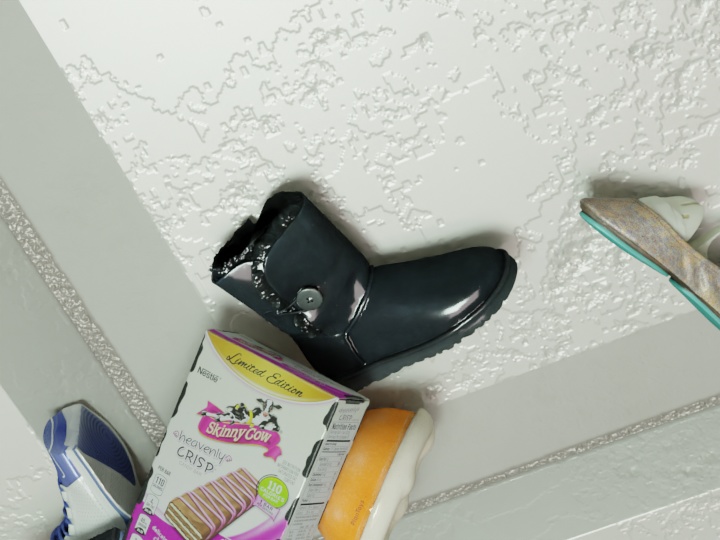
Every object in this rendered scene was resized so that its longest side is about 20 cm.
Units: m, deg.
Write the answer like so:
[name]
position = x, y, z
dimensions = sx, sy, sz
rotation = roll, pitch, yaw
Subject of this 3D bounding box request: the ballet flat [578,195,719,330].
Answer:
[ballet flat]
position = 0.257, -0.018, 1.146
dimensions = 0.200, 0.068, 0.067
rotation = 35, 96, -25

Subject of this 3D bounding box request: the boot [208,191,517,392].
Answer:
[boot]
position = 0.000, 0.000, 1.140
dimensions = 0.200, 0.077, 0.168
rotation = -30, 121, 24

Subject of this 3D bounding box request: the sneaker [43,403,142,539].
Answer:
[sneaker]
position = -0.240, 0.224, 1.276
dimensions = 0.115, 0.081, 0.200
rotation = -23, 120, 11

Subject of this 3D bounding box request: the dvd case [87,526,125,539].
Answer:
[dvd case]
position = -0.195, 0.302, 1.286
dimensions = 0.142, 0.018, 0.200
rotation = -29, 128, 28

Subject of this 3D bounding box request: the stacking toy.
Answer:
[stacking toy]
position = -0.049, 0.151, 1.224
dimensions = 0.199, 0.146, 0.147
rotation = 24, 120, 7

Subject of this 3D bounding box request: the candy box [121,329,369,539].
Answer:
[candy box]
position = -0.095, 0.165, 1.159
dimensions = 0.136, 0.061, 0.201
rotation = 24, 94, 26
